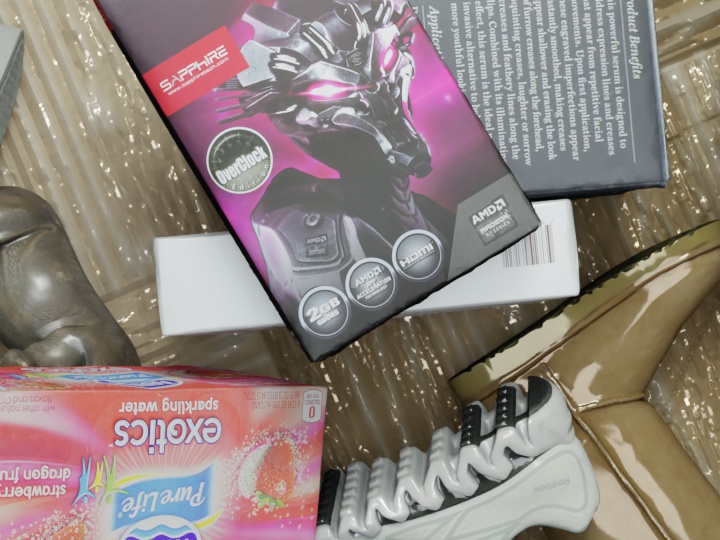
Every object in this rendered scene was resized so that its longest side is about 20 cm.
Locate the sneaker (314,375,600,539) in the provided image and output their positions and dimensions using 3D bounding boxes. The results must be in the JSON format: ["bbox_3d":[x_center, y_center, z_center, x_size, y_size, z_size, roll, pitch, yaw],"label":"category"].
[{"bbox_3d":[0.028,0.130,1.233,0.200,0.075,0.081,-26,109,20],"label":"sneaker"}]

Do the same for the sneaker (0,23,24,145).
[{"bbox_3d":[-0.222,-0.067,1.189,0.082,0.200,0.074,10,117,0],"label":"sneaker"}]

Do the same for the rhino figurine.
[{"bbox_3d":[-0.154,0.043,1.240,0.087,0.060,0.200,-34,93,-46],"label":"rhino figurine"}]

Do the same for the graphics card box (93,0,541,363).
[{"bbox_3d":[-0.021,-0.072,1.110,0.125,0.051,0.200,-30,90,-3],"label":"graphics card box"}]

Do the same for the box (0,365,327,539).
[{"bbox_3d":[-0.122,0.100,1.154,0.200,0.095,0.103,3,93,-42],"label":"box"}]

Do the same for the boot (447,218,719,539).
[{"bbox_3d":[0.164,0.097,1.262,0.175,0.066,0.200,-34,90,10],"label":"boot"}]

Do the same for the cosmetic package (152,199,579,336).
[{"bbox_3d":[0.000,0.000,1.209,0.200,0.151,0.052,-5,91,-2],"label":"cosmetic package"}]

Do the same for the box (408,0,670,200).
[{"bbox_3d":[0.042,-0.083,1.213,0.200,0.148,0.107,-5,90,-3],"label":"box"}]
